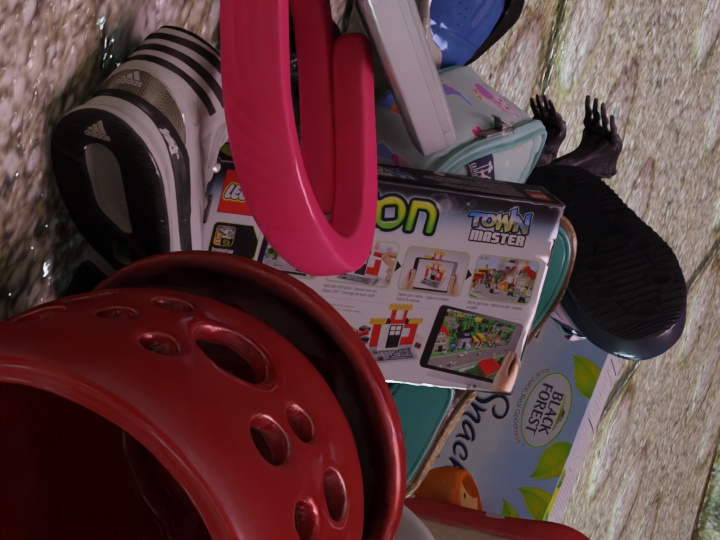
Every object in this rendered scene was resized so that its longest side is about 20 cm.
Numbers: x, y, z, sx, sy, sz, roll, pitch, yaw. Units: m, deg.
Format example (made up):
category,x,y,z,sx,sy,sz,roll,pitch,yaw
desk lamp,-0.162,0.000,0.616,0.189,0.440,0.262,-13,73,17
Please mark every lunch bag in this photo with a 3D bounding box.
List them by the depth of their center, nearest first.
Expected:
category,x,y,z,sx,sy,sz,roll,pitch,yaw
lunch bag,0.021,-0.018,1.522,0.160,0.077,0.200,-19,145,-58

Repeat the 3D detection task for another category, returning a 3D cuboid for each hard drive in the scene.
category,x,y,z,sx,sy,sz,roll,pitch,yaw
hard drive,0.004,-0.153,1.355,0.200,0.027,0.132,64,4,-68

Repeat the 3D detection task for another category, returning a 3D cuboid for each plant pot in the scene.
category,x,y,z,sx,sy,sz,roll,pitch,yaw
plant pot,-0.090,0.100,1.138,0.182,0.200,0.201,-34,140,-60

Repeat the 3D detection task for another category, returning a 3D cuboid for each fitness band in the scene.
category,x,y,z,sx,sy,sz,roll,pitch,yaw
fitness band,-0.031,-0.093,1.274,0.144,0.037,0.201,54,29,-58

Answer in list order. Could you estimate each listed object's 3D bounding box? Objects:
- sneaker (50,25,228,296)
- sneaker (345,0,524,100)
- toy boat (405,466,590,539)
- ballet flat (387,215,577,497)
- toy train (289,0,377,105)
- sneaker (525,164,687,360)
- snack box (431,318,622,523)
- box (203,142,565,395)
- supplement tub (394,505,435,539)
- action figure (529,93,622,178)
category,x,y,z,sx,sy,sz,roll,pitch,yaw
sneaker,-0.082,-0.026,1.262,0.115,0.075,0.201,-55,156,-40
sneaker,0.054,-0.188,1.530,0.111,0.077,0.200,-39,149,-53
toy boat,0.048,0.169,1.610,0.131,0.199,0.131,-75,177,-49
ballet flat,0.047,0.040,1.500,0.200,0.070,0.065,-52,-171,13
toy train,-0.029,-0.115,1.426,0.200,0.034,0.046,28,70,-74
sneaker,0.136,0.013,1.535,0.200,0.070,0.082,-115,-163,-60
snack box,0.067,0.075,1.722,0.068,0.168,0.200,63,49,-71
box,0.000,0.000,1.399,0.035,0.199,0.110,43,-58,60
supplement tub,-0.035,0.224,1.454,0.145,0.144,0.200,-54,160,-47
action figure,0.061,-0.038,1.657,0.200,0.119,0.102,-40,124,-23
